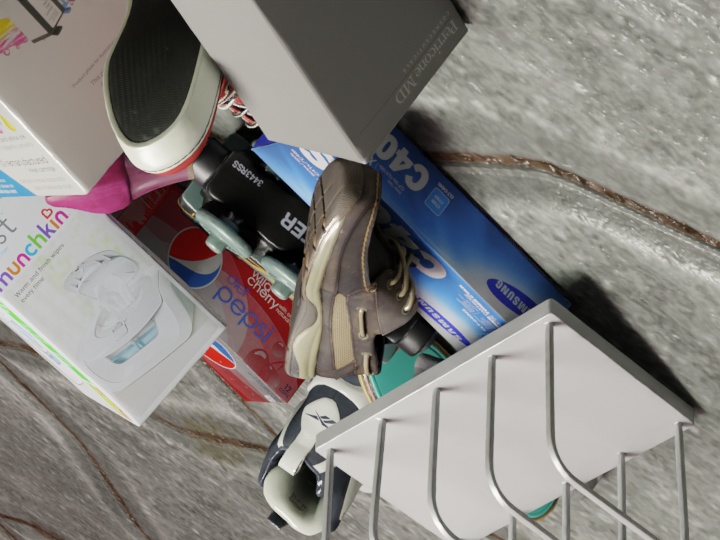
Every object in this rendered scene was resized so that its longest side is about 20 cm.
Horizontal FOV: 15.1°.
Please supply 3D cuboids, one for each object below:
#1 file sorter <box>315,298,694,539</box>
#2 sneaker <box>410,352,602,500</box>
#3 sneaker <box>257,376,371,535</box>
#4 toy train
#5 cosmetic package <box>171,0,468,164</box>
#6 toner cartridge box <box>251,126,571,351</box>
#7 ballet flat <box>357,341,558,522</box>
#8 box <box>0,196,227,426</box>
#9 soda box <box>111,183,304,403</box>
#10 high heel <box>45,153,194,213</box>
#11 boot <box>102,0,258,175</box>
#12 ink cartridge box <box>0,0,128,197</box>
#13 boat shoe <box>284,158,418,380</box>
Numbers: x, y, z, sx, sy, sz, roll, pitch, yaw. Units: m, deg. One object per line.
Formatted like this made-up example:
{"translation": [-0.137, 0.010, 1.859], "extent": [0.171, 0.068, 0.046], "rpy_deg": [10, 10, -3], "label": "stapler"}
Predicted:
{"translation": [0.087, 0.140, 1.677], "extent": [0.200, 0.125, 0.139], "rpy_deg": [-31, 127, 32], "label": "file sorter"}
{"translation": [0.087, 0.122, 1.834], "extent": [0.075, 0.082, 0.200], "rpy_deg": [17, 171, 45], "label": "sneaker"}
{"translation": [-0.027, 0.152, 2.067], "extent": [0.079, 0.130, 0.199], "rpy_deg": [34, 161, 12], "label": "sneaker"}
{"translation": [-0.034, -0.014, 1.791], "extent": [0.200, 0.085, 0.114], "rpy_deg": [38, 173, -5], "label": "toy train"}
{"translation": [-0.039, -0.161, 1.417], "extent": [0.090, 0.107, 0.200], "rpy_deg": [15, 152, 46], "label": "cosmetic package"}
{"translation": [0.031, -0.028, 1.687], "extent": [0.200, 0.043, 0.095], "rpy_deg": [44, 160, -17], "label": "toner cartridge box"}
{"translation": [0.059, 0.106, 1.915], "extent": [0.200, 0.069, 0.063], "rpy_deg": [47, 173, -20], "label": "ballet flat"}
{"translation": [-0.203, 0.003, 1.861], "extent": [0.176, 0.097, 0.200], "rpy_deg": [43, 172, -16], "label": "box"}
{"translation": [-0.116, 0.011, 2.005], "extent": [0.200, 0.063, 0.070], "rpy_deg": [47, 159, -22], "label": "soda box"}
{"translation": [-0.173, -0.084, 1.781], "extent": [0.200, 0.096, 0.068], "rpy_deg": [-143, 41, -73], "label": "high heel"}
{"translation": [-0.078, -0.101, 1.538], "extent": [0.072, 0.201, 0.144], "rpy_deg": [-20, 131, 20], "label": "boot"}
{"translation": [-0.218, -0.164, 1.663], "extent": [0.200, 0.145, 0.147], "rpy_deg": [48, 158, -22], "label": "ink cartridge box"}
{"translation": [0.000, 0.000, 1.656], "extent": [0.073, 0.075, 0.200], "rpy_deg": [8, 149, -4], "label": "boat shoe"}
